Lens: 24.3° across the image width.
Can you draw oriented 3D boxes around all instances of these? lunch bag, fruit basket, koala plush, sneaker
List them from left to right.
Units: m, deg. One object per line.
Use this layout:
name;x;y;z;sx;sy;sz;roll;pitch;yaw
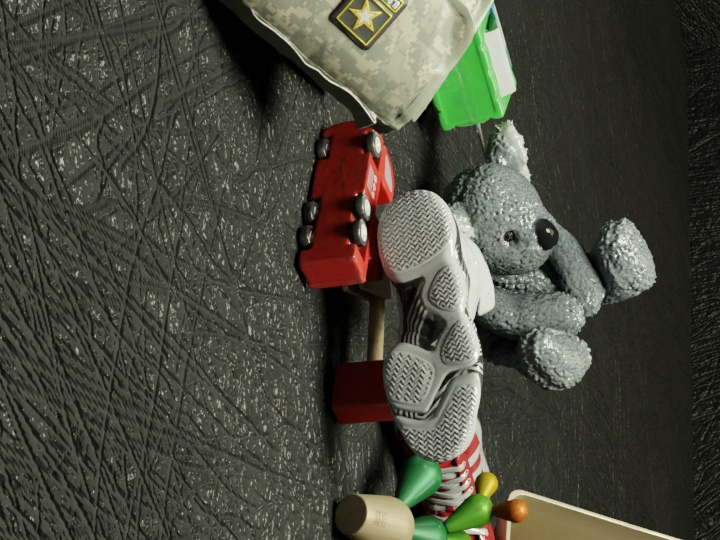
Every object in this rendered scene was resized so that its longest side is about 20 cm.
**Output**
lunch bag;0.006;-0.214;1.151;0.164;0.117;0.201;38;63;-26
sneaker;0.065;0.046;1.264;0.115;0.075;0.201;26;56;-68
sneaker;0.073;0.192;1.411;0.200;0.071;0.113;62;25;-54
fruit basket;0.097;-0.238;1.590;0.201;0.093;0.186;-80;157;-47
koala plush;0.136;-0.021;1.556;0.178;0.183;0.200;-51;128;-20

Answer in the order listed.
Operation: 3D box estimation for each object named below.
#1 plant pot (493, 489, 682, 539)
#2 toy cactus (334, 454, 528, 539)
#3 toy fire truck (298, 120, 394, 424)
plant pot;0.184;0.347;1.479;0.177;0.199;0.201;118;-13;-47
toy cactus;0.045;0.209;1.291;0.165;0.102;0.201;27;78;-50
toy fire truck;0.000;0.000;1.282;0.141;0.048;0.201;66;25;-45
